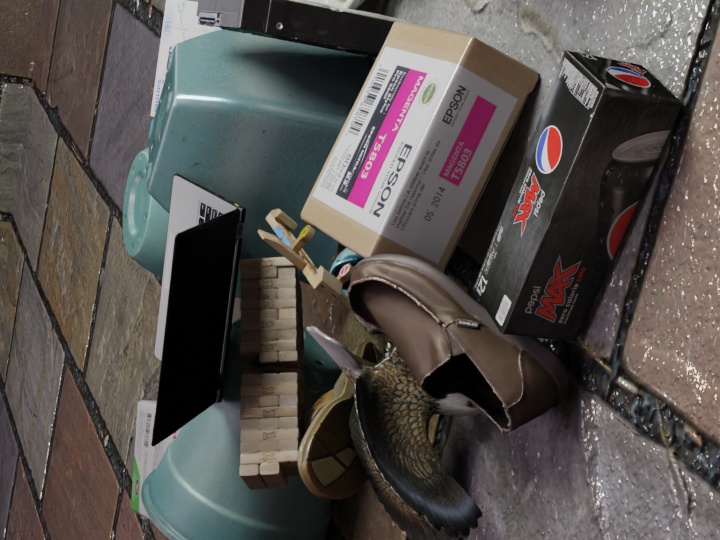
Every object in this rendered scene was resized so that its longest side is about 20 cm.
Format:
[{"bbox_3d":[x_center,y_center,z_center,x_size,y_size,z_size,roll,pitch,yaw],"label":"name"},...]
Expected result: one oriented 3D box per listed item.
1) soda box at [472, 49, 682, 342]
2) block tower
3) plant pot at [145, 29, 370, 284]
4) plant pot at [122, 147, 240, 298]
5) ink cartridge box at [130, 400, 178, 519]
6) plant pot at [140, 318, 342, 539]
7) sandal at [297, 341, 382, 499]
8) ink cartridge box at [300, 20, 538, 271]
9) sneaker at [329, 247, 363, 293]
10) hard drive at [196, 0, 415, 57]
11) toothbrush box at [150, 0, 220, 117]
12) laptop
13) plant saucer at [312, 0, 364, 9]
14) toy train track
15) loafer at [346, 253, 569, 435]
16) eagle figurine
[{"bbox_3d":[0.152,-0.050,0.983,0.064,0.070,0.202,-118,41,-53],"label":"soda box"},{"bbox_3d":[-0.079,0.091,1.234,0.058,0.053,0.203,79,-171,-68],"label":"block tower"},{"bbox_3d":[-0.110,-0.134,1.392,0.197,0.198,0.198,-98,26,-53],"label":"plant pot"},{"bbox_3d":[-0.195,-0.072,1.653,0.200,0.159,0.204,-174,90,-66],"label":"plant pot"},{"bbox_3d":[-0.222,0.245,1.735,0.199,0.083,0.148,178,97,-65],"label":"ink cartridge box"},{"bbox_3d":[-0.091,0.165,1.358,0.198,0.198,0.200,-67,29,16],"label":"plant pot"},{"bbox_3d":[-0.019,0.137,1.233,0.053,0.081,0.201,-18,23,25],"label":"sandal"},{"bbox_3d":[0.045,-0.103,1.168,0.202,0.075,0.165,-64,26,2],"label":"ink cartridge box"},{"bbox_3d":[0.000,0.000,1.297,0.199,0.081,0.075,179,97,-66],"label":"sneaker"},{"bbox_3d":[-0.043,-0.232,1.302,0.139,0.198,0.038,-154,72,-65],"label":"hard drive"},{"bbox_3d":[-0.152,-0.236,1.616,0.199,0.085,0.148,21,104,46],"label":"toothbrush box"},{"bbox_3d":[-0.176,0.028,1.245,0.199,0.115,0.190,28,114,49],"label":"laptop"},{"bbox_3d":[-0.001,-0.353,1.415,0.200,0.050,0.203,-175,90,-66],"label":"plant saucer"},{"bbox_3d":[-0.047,-0.022,1.228,0.033,0.114,0.200,-49,25,4],"label":"toy train track"},{"bbox_3d":[0.062,0.054,1.044,0.199,0.071,0.074,29,145,28],"label":"loafer"},{"bbox_3d":[0.040,0.128,1.135,0.150,0.151,0.203,-11,68,44],"label":"eagle figurine"}]
